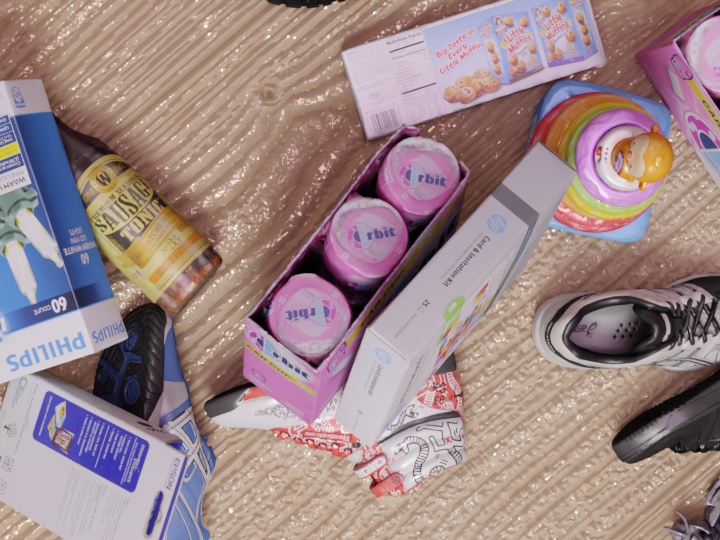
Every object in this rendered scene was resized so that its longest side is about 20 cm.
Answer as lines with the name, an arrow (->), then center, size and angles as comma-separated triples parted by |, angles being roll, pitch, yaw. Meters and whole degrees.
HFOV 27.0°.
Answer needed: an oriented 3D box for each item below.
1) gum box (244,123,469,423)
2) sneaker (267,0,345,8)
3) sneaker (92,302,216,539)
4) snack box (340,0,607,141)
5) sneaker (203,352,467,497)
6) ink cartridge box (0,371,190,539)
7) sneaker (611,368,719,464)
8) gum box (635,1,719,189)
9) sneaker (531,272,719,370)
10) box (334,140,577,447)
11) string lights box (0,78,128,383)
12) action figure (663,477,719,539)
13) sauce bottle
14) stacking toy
gum box -> 0.000, 0.000, 1.086 | 0.066, 0.114, 0.201 | 34, 68, 10
sneaker -> -0.001, -0.261, 1.141 | 0.197, 0.076, 0.089 | -12, 79, -7
sneaker -> -0.156, 0.127, 1.153 | 0.076, 0.075, 0.203 | 5, 82, -44
snack box -> 0.088, -0.165, 1.166 | 0.198, 0.024, 0.073 | -18, 94, -3
sneaker -> -0.015, 0.126, 1.155 | 0.199, 0.067, 0.109 | -12, 92, -6
ink cartridge box -> -0.196, 0.149, 1.101 | 0.199, 0.039, 0.101 | 21, 93, 37
sneaker -> 0.305, 0.127, 1.180 | 0.198, 0.060, 0.105 | -31, 90, -5
gum box -> 0.301, -0.103, 1.139 | 0.066, 0.114, 0.201 | -34, 95, -1
sneaker -> 0.235, 0.047, 1.158 | 0.197, 0.088, 0.077 | -9, 92, -5
box -> 0.066, 0.018, 1.073 | 0.041, 0.156, 0.200 | 39, 63, 11
string lights box -> -0.254, -0.027, 1.090 | 0.102, 0.059, 0.202 | -18, 92, 19
action figure -> 0.330, 0.241, 1.186 | 0.198, 0.069, 0.131 | 25, 96, -2
sauce bottle -> -0.193, -0.054, 1.133 | 0.200, 0.066, 0.066 | 42, 90, -3
stacking toy -> 0.187, -0.080, 1.090 | 0.108, 0.200, 0.118 | 12, 93, -5
